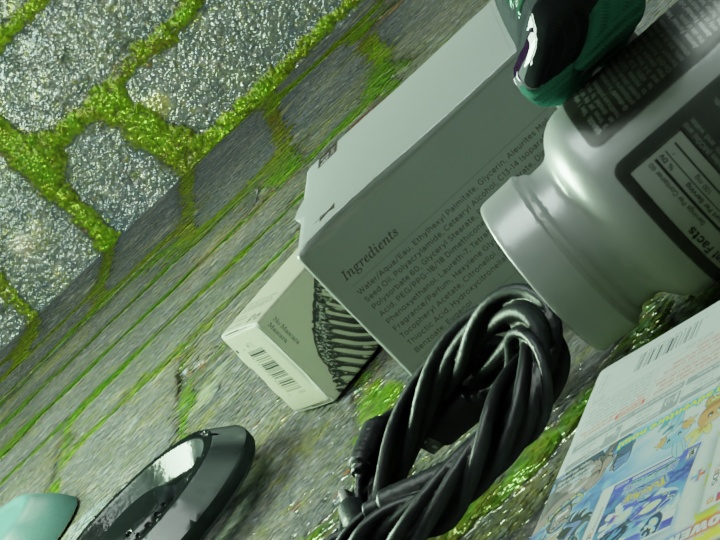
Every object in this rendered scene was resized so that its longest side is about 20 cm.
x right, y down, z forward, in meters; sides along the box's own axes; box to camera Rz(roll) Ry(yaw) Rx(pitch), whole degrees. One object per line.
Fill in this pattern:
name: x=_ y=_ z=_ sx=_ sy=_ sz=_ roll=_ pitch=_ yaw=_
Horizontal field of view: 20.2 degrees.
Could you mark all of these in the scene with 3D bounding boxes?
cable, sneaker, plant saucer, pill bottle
cable: x=0.034 y=0.087 z=1.005 sx=0.163 sy=0.051 sz=0.200 roll=-53 pitch=8 yaw=-34
sneaker: x=0.089 y=-0.130 z=0.995 sx=0.074 sy=0.088 sz=0.200 roll=-40 pitch=-11 yaw=2
plant saucer: x=-0.329 y=0.259 z=1.748 sx=0.200 sy=0.036 sz=0.200 roll=-42 pitch=11 yaw=10
pill bottle: x=0.162 y=-0.061 z=0.973 sx=0.200 sy=0.116 sz=0.116 roll=-41 pitch=12 yaw=13

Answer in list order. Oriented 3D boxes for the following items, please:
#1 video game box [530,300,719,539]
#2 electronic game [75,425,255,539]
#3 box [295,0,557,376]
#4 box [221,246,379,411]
video game box: x=0.149 y=0.062 z=0.751 sx=0.200 sy=0.047 sz=0.182 roll=-35 pitch=12 yaw=39
electronic game: x=-0.146 y=0.181 z=1.367 sx=0.200 sy=0.042 sz=0.200 roll=-42 pitch=13 yaw=11
box: x=0.075 y=-0.054 z=1.214 sx=0.200 sy=0.131 sz=0.199 roll=-42 pitch=12 yaw=11
box: x=0.000 y=0.000 z=1.414 sx=0.200 sy=0.082 sz=0.068 roll=-51 pitch=12 yaw=-25
